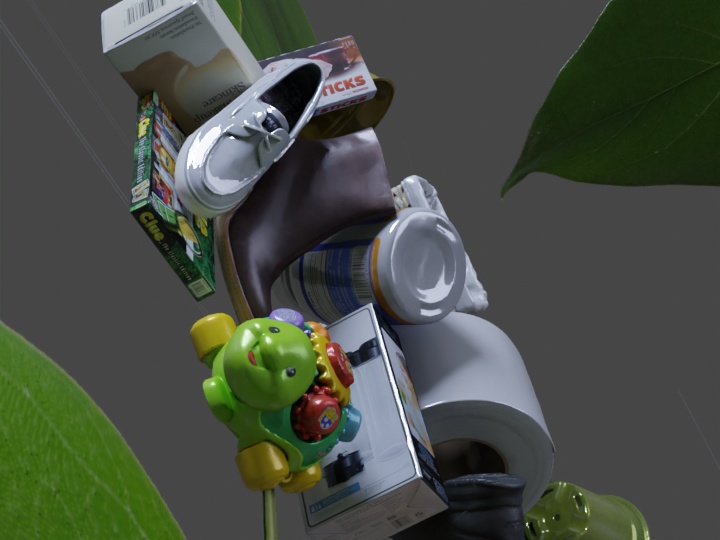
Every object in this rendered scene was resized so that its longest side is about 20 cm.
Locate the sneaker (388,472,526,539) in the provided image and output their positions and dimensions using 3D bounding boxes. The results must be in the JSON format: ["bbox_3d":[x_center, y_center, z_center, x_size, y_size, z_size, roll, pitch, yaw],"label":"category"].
[{"bbox_3d":[0.065,0.232,1.055,0.076,0.199,0.091,2,77,-40],"label":"sneaker"}]

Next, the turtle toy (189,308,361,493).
[{"bbox_3d":[-0.062,0.089,0.920,0.146,0.101,0.200,67,10,17],"label":"turtle toy"}]

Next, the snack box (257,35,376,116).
[{"bbox_3d":[-0.085,-0.195,1.282,0.072,0.199,0.024,66,-20,12],"label":"snack box"}]

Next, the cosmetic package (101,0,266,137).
[{"bbox_3d":[-0.151,-0.179,1.138,0.200,0.105,0.071,52,16,-43],"label":"cosmetic package"}]

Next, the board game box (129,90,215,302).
[{"bbox_3d":[-0.163,-0.070,1.037,0.200,0.023,0.105,-102,165,-54],"label":"board game box"}]

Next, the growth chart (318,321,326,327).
[{"bbox_3d":[-0.002,0.133,1.370,0.201,0.018,0.145,61,11,-16],"label":"growth chart"}]

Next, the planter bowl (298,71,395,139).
[{"bbox_3d":[-0.061,-0.187,1.411,0.084,0.200,0.200,51,7,13],"label":"planter bowl"}]

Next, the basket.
[{"bbox_3d":[0.063,-0.004,1.637,0.201,0.160,0.198,64,10,6],"label":"basket"}]

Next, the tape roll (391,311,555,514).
[{"bbox_3d":[0.084,0.162,1.209,0.203,0.202,0.140,57,13,-35],"label":"tape roll"}]

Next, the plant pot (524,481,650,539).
[{"bbox_3d":[0.394,0.474,2.140,0.184,0.200,0.201,38,25,-43],"label":"plant pot"}]

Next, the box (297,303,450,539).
[{"bbox_3d":[-0.006,0.140,1.053,0.060,0.116,0.201,50,18,-44],"label":"box"}]

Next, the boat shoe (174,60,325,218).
[{"bbox_3d":[-0.090,-0.122,1.047,0.072,0.068,0.200,52,45,-10],"label":"boat shoe"}]

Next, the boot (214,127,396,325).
[{"bbox_3d":[-0.048,-0.043,1.082,0.072,0.165,0.201,83,-3,-59],"label":"boot"}]

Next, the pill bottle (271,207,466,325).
[{"bbox_3d":[0.000,0.000,1.181,0.112,0.199,0.113,3,86,-40],"label":"pill bottle"}]
